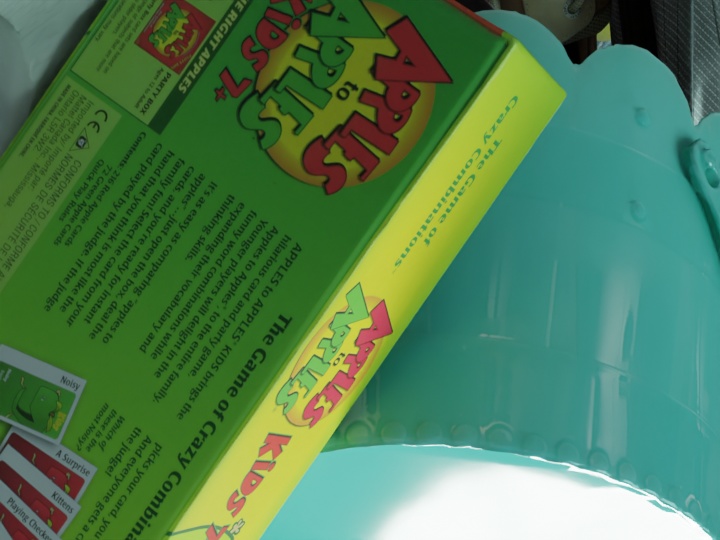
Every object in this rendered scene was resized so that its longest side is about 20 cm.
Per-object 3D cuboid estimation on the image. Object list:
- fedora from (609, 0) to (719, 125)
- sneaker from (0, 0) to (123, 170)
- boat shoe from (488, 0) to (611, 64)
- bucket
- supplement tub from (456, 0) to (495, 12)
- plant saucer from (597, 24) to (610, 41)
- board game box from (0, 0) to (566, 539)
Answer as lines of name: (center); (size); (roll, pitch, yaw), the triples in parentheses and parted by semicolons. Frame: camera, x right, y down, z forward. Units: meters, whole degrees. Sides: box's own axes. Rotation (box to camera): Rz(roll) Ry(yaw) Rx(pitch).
fedora: (0.148, -0.077, 1.037); (0.177, 0.089, 0.202); (87, -3, -85)
sneaker: (-0.104, -0.075, 0.699); (0.075, 0.088, 0.201); (-41, 152, -28)
boat shoe: (0.066, -0.115, 1.013); (0.076, 0.071, 0.201); (-46, 147, -38)
bucket: (0.022, 0.039, 0.778); (0.208, 0.205, 0.136); (72, 17, -54)
supplement tub: (0.000, 0.000, 0.940); (0.107, 0.106, 0.201); (-43, 146, -41)
plant saucer: (0.146, -0.191, 1.158); (0.200, 0.031, 0.201); (-43, 145, -41)
board game box: (-0.049, 0.006, 0.671); (0.201, 0.101, 0.048); (-55, 156, 1)
